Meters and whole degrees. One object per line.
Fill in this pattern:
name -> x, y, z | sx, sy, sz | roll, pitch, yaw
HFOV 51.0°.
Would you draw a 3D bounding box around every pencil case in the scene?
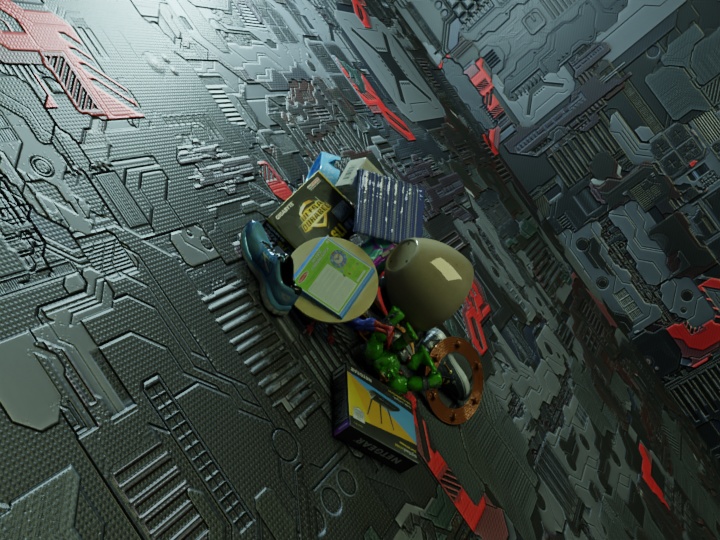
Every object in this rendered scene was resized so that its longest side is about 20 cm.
pencil case -> 0.000, 0.000, 1.663 | 0.200, 0.092, 0.086 | -44, 106, -31

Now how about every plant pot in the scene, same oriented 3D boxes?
plant pot -> 0.127, 0.009, 1.628 | 0.134, 0.199, 0.202 | 42, 28, -28

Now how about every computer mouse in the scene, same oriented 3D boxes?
computer mouse -> 0.104, 0.097, 1.774 | 0.204, 0.052, 0.139 | 69, 27, -15

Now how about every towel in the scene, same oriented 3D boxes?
towel -> 0.065, -0.134, 1.679 | 0.197, 0.024, 0.149 | 13, 75, -36

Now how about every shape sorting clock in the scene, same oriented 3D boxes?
shape sorting clock -> -0.060, 0.019, 1.553 | 0.195, 0.039, 0.204 | 6, 60, -10

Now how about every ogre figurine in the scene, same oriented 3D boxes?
ogre figurine -> 0.083, 0.189, 1.610 | 0.201, 0.119, 0.099 | 55, 6, -36

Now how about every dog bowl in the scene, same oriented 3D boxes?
dog bowl -> -0.096, -0.221, 1.828 | 0.049, 0.113, 0.201 | 27, 24, -13

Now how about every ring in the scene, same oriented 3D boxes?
ring -> 0.225, 0.258, 1.770 | 0.197, 0.019, 0.206 | 6, 81, -38

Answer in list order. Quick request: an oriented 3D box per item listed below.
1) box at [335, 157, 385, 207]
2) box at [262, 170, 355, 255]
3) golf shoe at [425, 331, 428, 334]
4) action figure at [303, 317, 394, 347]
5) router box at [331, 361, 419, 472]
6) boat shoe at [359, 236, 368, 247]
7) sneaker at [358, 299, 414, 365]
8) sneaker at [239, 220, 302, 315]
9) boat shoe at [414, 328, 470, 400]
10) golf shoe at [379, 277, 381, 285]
box -> 0.040, -0.161, 1.724 | 0.200, 0.068, 0.083 | 43, 66, -30
box -> -0.101, -0.103, 1.662 | 0.160, 0.049, 0.200 | 46, 51, -4
golf shoe -> 0.194, 0.089, 1.960 | 0.077, 0.088, 0.201 | 48, 29, -11
action figure -> -0.037, 0.123, 1.545 | 0.197, 0.100, 0.066 | 24, -20, 13
router box -> 0.029, 0.291, 1.494 | 0.199, 0.051, 0.151 | 35, 34, -33
boat shoe -> 0.029, -0.081, 1.822 | 0.056, 0.202, 0.067 | 34, -7, -7
sneaker -> 0.041, 0.141, 1.681 | 0.200, 0.078, 0.077 | 47, 41, -5
sneaker -> -0.168, -0.017, 1.500 | 0.078, 0.089, 0.203 | -1, 59, -57
boat shoe -> 0.188, 0.246, 1.800 | 0.091, 0.070, 0.203 | -39, 110, -32
golf shoe -> -0.041, -0.003, 1.732 | 0.199, 0.078, 0.098 | 39, 47, -16
